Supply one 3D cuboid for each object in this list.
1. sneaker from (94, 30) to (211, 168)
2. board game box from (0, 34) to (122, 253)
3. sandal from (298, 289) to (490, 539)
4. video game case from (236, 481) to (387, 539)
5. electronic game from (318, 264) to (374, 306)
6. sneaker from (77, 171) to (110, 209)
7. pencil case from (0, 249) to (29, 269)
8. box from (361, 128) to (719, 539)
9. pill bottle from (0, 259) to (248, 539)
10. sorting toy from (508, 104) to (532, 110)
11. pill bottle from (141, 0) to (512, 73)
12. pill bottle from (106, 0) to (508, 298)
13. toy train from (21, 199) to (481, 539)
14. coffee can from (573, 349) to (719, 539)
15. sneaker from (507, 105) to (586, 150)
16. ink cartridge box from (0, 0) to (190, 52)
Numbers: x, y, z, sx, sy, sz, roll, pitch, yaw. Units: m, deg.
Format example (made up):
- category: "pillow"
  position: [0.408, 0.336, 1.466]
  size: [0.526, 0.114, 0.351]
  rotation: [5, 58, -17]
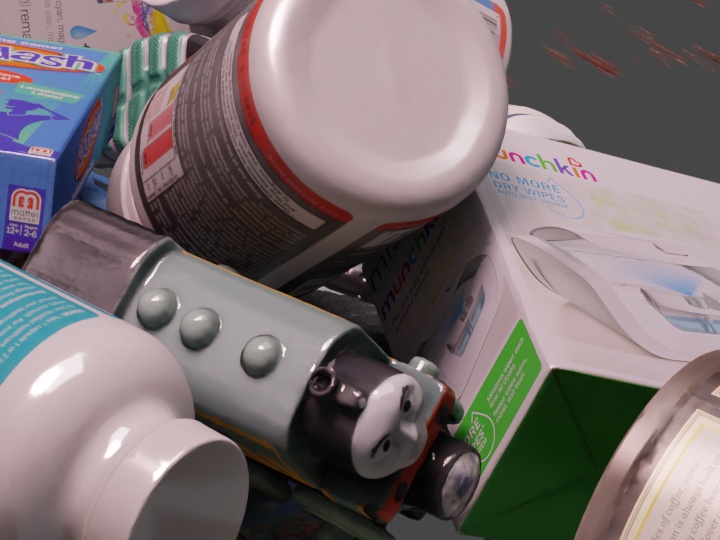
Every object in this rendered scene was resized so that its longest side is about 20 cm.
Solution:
- category: "sneaker"
  position: [-0.093, -0.085, 1.327]
  size: [0.087, 0.075, 0.199]
  rotation: [3, 1, -42]
- category: "board game box"
  position: [-0.192, -0.065, 1.089]
  size: [0.151, 0.045, 0.200]
  rotation: [8, 17, -1]
- category: "sandal"
  position: [0.021, 0.075, 1.107]
  size: [0.200, 0.043, 0.076]
  rotation: [37, 41, 28]
- category: "video game case"
  position: [-0.074, 0.121, 0.968]
  size: [0.198, 0.022, 0.182]
  rotation: [2, 24, -21]
- category: "electronic game"
  position: [0.000, 0.000, 1.259]
  size: [0.199, 0.042, 0.200]
  rotation: [17, 22, -7]
- category: "sneaker"
  position: [-0.158, -0.027, 1.233]
  size: [0.078, 0.066, 0.200]
  rotation: [3, 22, -46]
- category: "pencil case"
  position: [-0.182, -0.009, 1.139]
  size: [0.082, 0.087, 0.199]
  rotation: [-19, 36, -40]
- category: "box"
  position: [0.121, 0.038, 1.079]
  size: [0.199, 0.097, 0.177]
  rotation: [13, 34, -24]
- category: "pill bottle"
  position: [-0.138, 0.055, 0.919]
  size: [0.199, 0.112, 0.110]
  rotation: [24, 26, 31]
- category: "sorting toy"
  position: [0.014, -0.082, 1.467]
  size: [0.184, 0.037, 0.200]
  rotation: [10, 22, -2]
- category: "pill bottle"
  position: [-0.022, -0.143, 1.341]
  size: [0.199, 0.113, 0.112]
  rotation: [24, 11, -38]
- category: "pill bottle"
  position: [-0.031, -0.051, 1.069]
  size: [0.115, 0.117, 0.200]
  rotation: [-2, -14, -28]
- category: "toy train"
  position: [-0.047, 0.041, 0.985]
  size: [0.199, 0.086, 0.114]
  rotation: [24, -12, 32]
- category: "coffee can"
  position: [0.189, 0.134, 0.898]
  size: [0.199, 0.147, 0.146]
  rotation: [25, 26, 29]
- category: "sneaker"
  position: [0.078, -0.051, 1.297]
  size: [0.071, 0.073, 0.200]
  rotation: [45, 4, 17]
- category: "ink cartridge box"
  position: [-0.130, -0.183, 1.451]
  size: [0.198, 0.146, 0.145]
  rotation: [-6, 24, -8]
